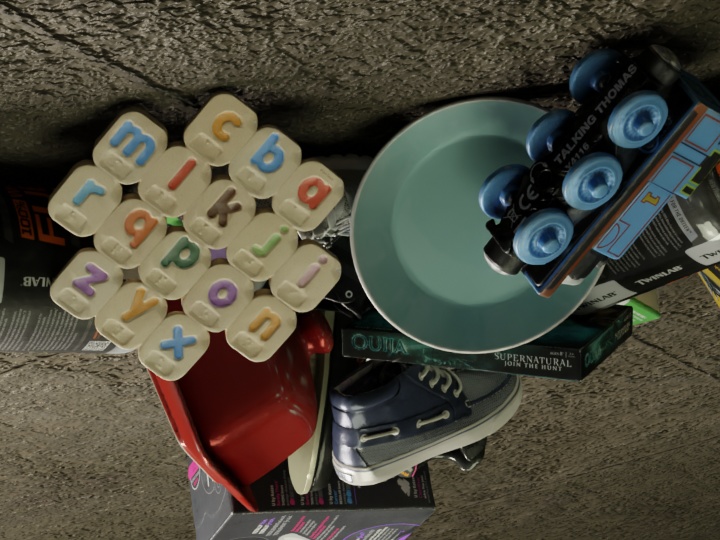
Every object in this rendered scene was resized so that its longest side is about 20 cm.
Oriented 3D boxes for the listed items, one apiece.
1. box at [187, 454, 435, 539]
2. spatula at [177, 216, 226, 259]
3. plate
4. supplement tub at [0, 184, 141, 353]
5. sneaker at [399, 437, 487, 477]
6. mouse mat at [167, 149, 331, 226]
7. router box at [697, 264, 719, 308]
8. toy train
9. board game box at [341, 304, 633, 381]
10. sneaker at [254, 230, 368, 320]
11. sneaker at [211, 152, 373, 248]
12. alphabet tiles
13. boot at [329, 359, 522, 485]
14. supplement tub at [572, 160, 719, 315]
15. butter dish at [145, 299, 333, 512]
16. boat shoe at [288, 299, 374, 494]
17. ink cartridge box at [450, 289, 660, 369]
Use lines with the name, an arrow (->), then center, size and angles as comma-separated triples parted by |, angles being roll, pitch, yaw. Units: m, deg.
box -> -0.048, 0.196, 1.987 | 0.199, 0.106, 0.122 | 1, 154, -21
spatula -> -0.129, -0.041, 1.628 | 0.056, 0.021, 0.200 | -16, 159, 0
plate -> 0.089, -0.035, 1.585 | 0.199, 0.201, 0.026 | -8, -158, -6
supplement tub -> -0.251, -0.001, 1.548 | 0.199, 0.123, 0.122 | 1, 158, -31
sneaker -> 0.024, 0.142, 1.913 | 0.199, 0.087, 0.080 | -2, 153, -9
mouse mat -> -0.048, -0.046, 1.696 | 0.161, 0.008, 0.200 | -20, 159, 28
router box -> 0.327, 0.025, 1.720 | 0.052, 0.157, 0.200 | -34, -164, 2
toy train -> 0.173, -0.069, 1.521 | 0.114, 0.087, 0.200 | 23, 112, -39
board game box -> 0.103, 0.048, 1.701 | 0.199, 0.028, 0.135 | 5, -164, 23
sneaker -> 0.000, 0.000, 1.698 | 0.199, 0.083, 0.072 | -19, 160, 4
sneaker -> -0.040, -0.040, 1.582 | 0.199, 0.082, 0.075 | 7, 153, -30
alphabet tiles -> -0.115, -0.023, 1.500 | 0.200, 0.015, 0.196 | 37, 103, -21
boot -> 0.060, 0.105, 1.833 | 0.200, 0.073, 0.091 | -27, 128, -32
supplement tub -> 0.226, -0.051, 1.637 | 0.200, 0.123, 0.122 | -23, 157, 36
butter dish -> -0.093, 0.076, 1.772 | 0.147, 0.200, 0.200 | -25, 158, 0
boat shoe -> -0.023, 0.097, 1.845 | 0.063, 0.202, 0.074 | 5, -171, -24
ink cartridge box -> 0.137, 0.016, 1.844 | 0.200, 0.083, 0.147 | -17, 159, 25
